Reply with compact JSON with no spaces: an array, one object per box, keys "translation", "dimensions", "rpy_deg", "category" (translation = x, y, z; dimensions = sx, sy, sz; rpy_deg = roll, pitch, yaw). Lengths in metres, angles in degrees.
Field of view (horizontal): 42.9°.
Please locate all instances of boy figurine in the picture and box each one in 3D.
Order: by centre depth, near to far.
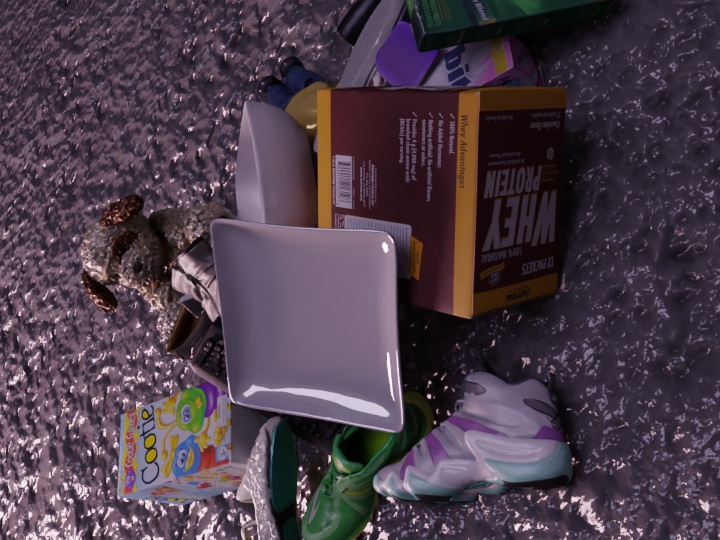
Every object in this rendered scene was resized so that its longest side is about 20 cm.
[{"translation":[-0.047,-0.194,1.127],"dimensions":[0.124,0.064,0.200],"rpy_deg":[-43,51,-2],"category":"boy figurine"}]

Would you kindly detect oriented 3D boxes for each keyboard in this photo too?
[{"translation":[-0.073,0.113,0.964],"dimensions":[0.127,0.200,0.021],"rpy_deg":[-57,4,26],"category":"keyboard"}]

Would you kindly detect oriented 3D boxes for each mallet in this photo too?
[{"translation":[0.033,-0.255,1.098],"dimensions":[0.066,0.041,0.200],"rpy_deg":[-43,54,21],"category":"mallet"}]

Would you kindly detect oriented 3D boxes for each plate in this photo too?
[{"translation":[-0.047,0.048,0.885],"dimensions":[0.200,0.032,0.200],"rpy_deg":[6,110,26],"category":"plate"}]

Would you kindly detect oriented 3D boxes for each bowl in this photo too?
[{"translation":[-0.098,-0.077,1.079],"dimensions":[0.200,0.074,0.200],"rpy_deg":[110,154,-59],"category":"bowl"}]

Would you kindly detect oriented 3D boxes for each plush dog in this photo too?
[{"translation":[-0.273,-0.026,1.185],"dimensions":[0.161,0.171,0.200],"rpy_deg":[51,126,50],"category":"plush dog"}]

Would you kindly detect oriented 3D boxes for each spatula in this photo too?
[{"translation":[0.088,-0.280,0.960],"dimensions":[0.056,0.021,0.200],"rpy_deg":[37,96,3],"category":"spatula"}]

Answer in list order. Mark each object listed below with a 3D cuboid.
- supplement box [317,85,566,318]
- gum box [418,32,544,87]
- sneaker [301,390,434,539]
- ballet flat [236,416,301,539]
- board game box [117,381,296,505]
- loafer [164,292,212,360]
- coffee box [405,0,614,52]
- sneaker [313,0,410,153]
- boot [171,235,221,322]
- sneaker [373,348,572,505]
[{"translation":[0.074,-0.077,0.880],"dimensions":[0.200,0.133,0.198],"rpy_deg":[12,107,44],"category":"supplement box"},{"translation":[0.120,-0.262,0.996],"dimensions":[0.113,0.066,0.200],"rpy_deg":[-25,59,35],"category":"gum box"},{"translation":[-0.009,0.200,0.933],"dimensions":[0.074,0.083,0.200],"rpy_deg":[44,106,42],"category":"sneaker"},{"translation":[-0.099,0.257,0.964],"dimensions":[0.072,0.072,0.201],"rpy_deg":[-9,87,40],"category":"ballet flat"},{"translation":[-0.183,0.202,1.076],"dimensions":[0.200,0.105,0.103],"rpy_deg":[-23,60,34],"category":"board game box"},{"translation":[-0.186,0.035,1.116],"dimensions":[0.073,0.072,0.200],"rpy_deg":[52,134,47],"category":"loafer"},{"translation":[0.140,-0.296,0.908],"dimensions":[0.199,0.044,0.123],"rpy_deg":[-11,78,-7],"category":"coffee box"},{"translation":[0.022,-0.208,1.024],"dimensions":[0.200,0.079,0.078],"rpy_deg":[-65,20,3],"category":"sneaker"},{"translation":[-0.160,0.047,1.059],"dimensions":[0.131,0.068,0.200],"rpy_deg":[35,141,10],"category":"boot"},{"translation":[0.100,0.143,0.867],"dimensions":[0.200,0.078,0.140],"rpy_deg":[-15,63,28],"category":"sneaker"}]
